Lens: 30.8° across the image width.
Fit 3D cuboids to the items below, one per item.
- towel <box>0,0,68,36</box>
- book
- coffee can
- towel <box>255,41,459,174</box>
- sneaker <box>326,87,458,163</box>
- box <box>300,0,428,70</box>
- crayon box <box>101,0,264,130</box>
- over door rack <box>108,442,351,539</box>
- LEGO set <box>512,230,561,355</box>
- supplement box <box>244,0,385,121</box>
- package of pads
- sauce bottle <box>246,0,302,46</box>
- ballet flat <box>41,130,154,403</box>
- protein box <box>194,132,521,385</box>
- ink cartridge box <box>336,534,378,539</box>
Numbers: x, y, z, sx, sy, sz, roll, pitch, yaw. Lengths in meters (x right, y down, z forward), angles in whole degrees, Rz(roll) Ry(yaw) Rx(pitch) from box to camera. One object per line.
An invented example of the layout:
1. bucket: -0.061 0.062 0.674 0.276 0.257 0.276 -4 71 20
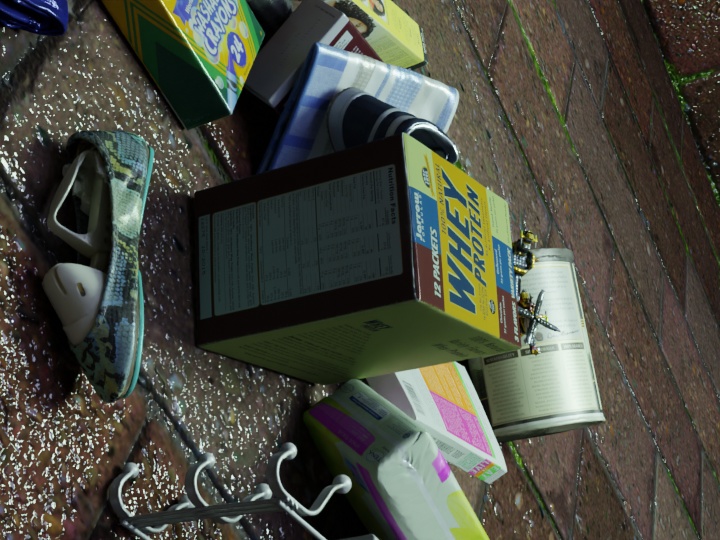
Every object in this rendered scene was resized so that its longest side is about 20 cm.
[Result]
1. towel: -0.259 -0.273 0.895 0.148 0.049 0.201 38 43 -63
2. book: 0.068 0.128 1.296 0.200 0.048 0.134 36 21 -51
3. coffee can: 0.194 0.089 1.519 0.146 0.146 0.201 14 64 -62
4. towel: 0.002 -0.125 1.228 0.199 0.024 0.148 10 110 -46
5. sneaker: 0.045 -0.073 1.198 0.070 0.108 0.200 -47 136 -20
6. box: -0.004 -0.262 1.389 0.200 0.075 0.050 23 54 -58
7. crayon box: -0.158 -0.234 1.073 0.200 0.051 0.126 57 30 -32
8. over door rack: -0.064 0.195 0.922 0.200 0.147 0.067 57 36 -32
9. LEGO set: 0.120 -0.003 1.366 0.199 0.116 0.155 24 57 -14
10. supplement box: -0.017 -0.157 1.251 0.061 0.109 0.200 38 -4 42
11. package of pads: 0.040 0.202 1.143 0.154 0.068 0.201 28 -31 60
12. sauce bottle: -0.053 -0.216 1.269 0.200 0.064 0.065 42 40 -51
13. ballet flat: -0.185 -0.008 0.894 0.074 0.074 0.201 39 41 -51
14. protein box: 0.000 0.000 1.086 0.198 0.199 0.136 25 57 -57
15. ink cartridge box: 0.014 0.335 1.077 0.200 0.082 0.147 54 33 -37
